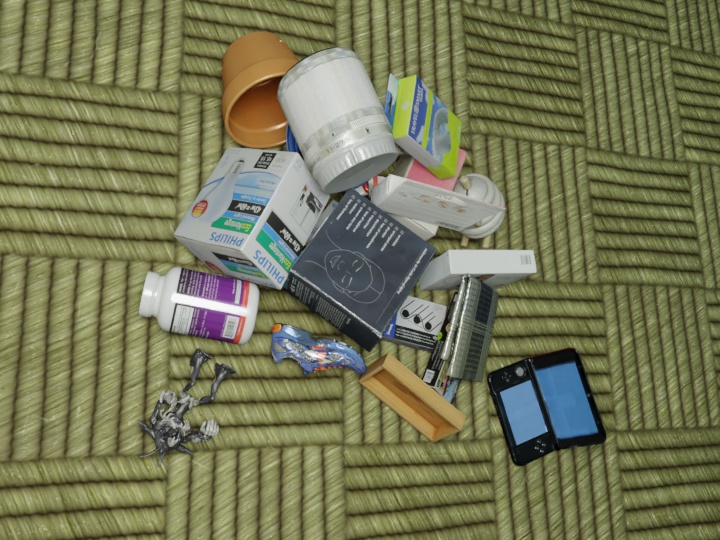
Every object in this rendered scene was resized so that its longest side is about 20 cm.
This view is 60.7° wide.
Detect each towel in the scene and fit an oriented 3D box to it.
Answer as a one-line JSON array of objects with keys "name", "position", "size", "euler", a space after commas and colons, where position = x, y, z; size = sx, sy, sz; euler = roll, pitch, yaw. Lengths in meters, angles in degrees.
[{"name": "towel", "position": [0.222, 0.123, 1.237], "size": [0.192, 0.034, 0.205], "euler": [23, 77, -59]}]

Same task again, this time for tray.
[{"name": "tray", "position": [0.099, 0.249, 1.194], "size": [0.199, 0.099, 0.037], "euler": [41, 50, -7]}]

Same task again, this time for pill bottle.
[{"name": "pill bottle", "position": [-0.285, 0.060, 1.093], "size": [0.195, 0.112, 0.115], "euler": [13, 74, -16]}]

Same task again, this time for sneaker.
[{"name": "sneaker", "position": [-0.082, 0.164, 1.173], "size": [0.196, 0.075, 0.080], "euler": [19, 82, -6]}]

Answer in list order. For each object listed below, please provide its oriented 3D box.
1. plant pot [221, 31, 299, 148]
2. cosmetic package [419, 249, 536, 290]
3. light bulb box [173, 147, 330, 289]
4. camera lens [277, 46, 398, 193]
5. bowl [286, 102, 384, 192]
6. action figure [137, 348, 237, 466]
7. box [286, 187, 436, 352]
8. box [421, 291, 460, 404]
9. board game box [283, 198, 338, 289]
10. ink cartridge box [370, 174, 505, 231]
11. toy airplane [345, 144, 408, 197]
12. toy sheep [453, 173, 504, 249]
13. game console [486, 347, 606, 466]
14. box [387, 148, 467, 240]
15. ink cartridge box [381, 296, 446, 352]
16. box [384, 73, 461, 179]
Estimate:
[{"name": "plant pot", "position": [-0.185, -0.356, 1.188], "size": [0.196, 0.201, 0.142], "euler": [-15, 66, -21]}, {"name": "cosmetic package", "position": [0.238, 0.001, 1.271], "size": [0.195, 0.151, 0.053], "euler": [-1, 78, -19]}, {"name": "light bulb box", "position": [-0.192, -0.098, 1.100], "size": [0.125, 0.195, 0.203], "euler": [48, 61, -46]}, {"name": "camera lens", "position": [-0.040, -0.255, 1.039], "size": [0.157, 0.160, 0.204], "euler": [-23, 85, -22]}, {"name": "bowl", "position": [-0.040, -0.246, 1.140], "size": [0.195, 0.039, 0.206], "euler": [0, 89, 9]}, {"name": "action figure", "position": [-0.300, 0.240, 1.056], "size": [0.118, 0.101, 0.203], "euler": [36, 67, -21]}, {"name": "box", "position": [0.000, 0.000, 1.114], "size": [0.195, 0.124, 0.202], "euler": [34, 68, 4]}, {"name": "box", "position": [0.188, 0.159, 1.248], "size": [0.110, 0.034, 0.203], "euler": [48, 60, -50]}, {"name": "board game box", "position": [-0.054, -0.021, 1.208], "size": [0.152, 0.040, 0.201], "euler": [35, 69, 9]}, {"name": "ink cartridge box", "position": [0.137, -0.131, 1.113], "size": [0.195, 0.173, 0.045], "euler": [13, 75, -18]}, {"name": "toy airplane", "position": [0.004, -0.245, 1.207], "size": [0.197, 0.143, 0.201], "euler": [30, 61, 23]}, {"name": "toy sheep", "position": [0.240, -0.132, 1.294], "size": [0.134, 0.201, 0.141], "euler": [-8, 61, 15]}, {"name": "game console", "position": [0.383, 0.285, 1.279], "size": [0.169, 0.119, 0.205], "euler": [-15, 83, -22]}, {"name": "box", "position": [0.121, -0.168, 1.278], "size": [0.107, 0.128, 0.203], "euler": [28, 71, -12]}, {"name": "ink cartridge box", "position": [0.075, 0.098, 1.249], "size": [0.195, 0.044, 0.096], "euler": [15, 72, -16]}, {"name": "box", "position": [0.120, -0.270, 1.154], "size": [0.198, 0.047, 0.125], "euler": [26, 67, -47]}]
